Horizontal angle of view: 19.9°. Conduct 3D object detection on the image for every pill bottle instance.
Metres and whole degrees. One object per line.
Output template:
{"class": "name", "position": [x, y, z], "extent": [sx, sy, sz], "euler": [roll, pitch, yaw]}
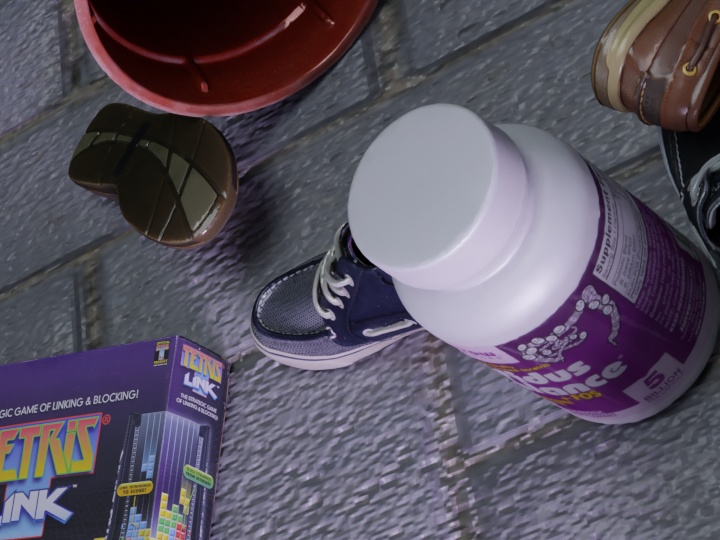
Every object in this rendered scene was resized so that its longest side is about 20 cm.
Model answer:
{"class": "pill bottle", "position": [0.084, -0.004, 0.999], "extent": [0.112, 0.200, 0.112], "euler": [-17, 60, 32]}

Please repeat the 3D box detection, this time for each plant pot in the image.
{"class": "plant pot", "position": [-0.111, -0.229, 1.281], "extent": [0.201, 0.201, 0.195], "euler": [-49, 40, 10]}

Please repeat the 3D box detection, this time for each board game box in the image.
{"class": "board game box", "position": [-0.178, 0.135, 1.244], "extent": [0.200, 0.057, 0.166], "euler": [-11, 64, 35]}

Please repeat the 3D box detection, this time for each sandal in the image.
{"class": "sandal", "position": [-0.124, -0.056, 1.297], "extent": [0.200, 0.055, 0.082], "euler": [19, 76, 57]}

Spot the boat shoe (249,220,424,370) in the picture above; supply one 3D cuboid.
{"class": "boat shoe", "position": [0.000, 0.000, 1.138], "extent": [0.200, 0.093, 0.075], "euler": [-16, 61, 33]}

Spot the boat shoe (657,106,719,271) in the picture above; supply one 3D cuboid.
{"class": "boat shoe", "position": [0.193, -0.031, 1.014], "extent": [0.072, 0.068, 0.200], "euler": [-36, 51, 20]}

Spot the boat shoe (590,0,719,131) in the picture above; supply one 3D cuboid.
{"class": "boat shoe", "position": [0.204, -0.146, 1.046], "extent": [0.068, 0.072, 0.200], "euler": [35, 75, 33]}
